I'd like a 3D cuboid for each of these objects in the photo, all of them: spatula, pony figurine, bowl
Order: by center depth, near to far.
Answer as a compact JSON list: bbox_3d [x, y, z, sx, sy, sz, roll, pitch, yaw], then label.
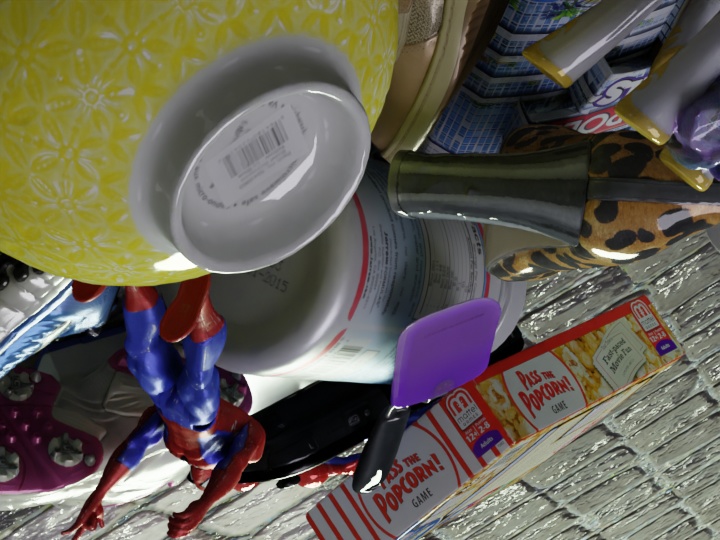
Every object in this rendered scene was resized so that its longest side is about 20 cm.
[{"bbox_3d":[-0.056,-0.062,0.711,0.199,0.108,0.201,-25,141,-22],"label":"bowl"},{"bbox_3d":[0.164,-0.125,0.724,0.166,0.193,0.200,38,95,-21],"label":"pony figurine"},{"bbox_3d":[0.024,0.067,0.982,0.056,0.021,0.200,-20,160,-22],"label":"spatula"}]

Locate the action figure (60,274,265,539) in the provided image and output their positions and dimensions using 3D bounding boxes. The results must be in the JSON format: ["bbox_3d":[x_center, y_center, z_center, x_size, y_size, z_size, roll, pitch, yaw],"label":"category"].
[{"bbox_3d":[-0.091,0.073,0.879,0.099,0.065,0.200,-59,162,-19],"label":"action figure"}]

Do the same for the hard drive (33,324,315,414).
[{"bbox_3d":[-0.090,0.057,1.101,0.199,0.025,0.132,-16,154,-30],"label":"hard drive"}]

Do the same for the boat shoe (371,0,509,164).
[{"bbox_3d":[0.028,-0.122,0.818,0.071,0.064,0.201,-58,173,-38],"label":"boat shoe"}]

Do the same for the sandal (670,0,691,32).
[{"bbox_3d":[0.172,-0.144,0.845,0.050,0.082,0.204,42,66,-33],"label":"sandal"}]

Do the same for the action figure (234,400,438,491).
[{"bbox_3d":[0.008,0.086,1.230,0.199,0.066,0.052,-23,162,-19],"label":"action figure"}]

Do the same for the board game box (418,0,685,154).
[{"bbox_3d":[0.127,-0.103,0.978,0.199,0.062,0.200,-19,155,-24],"label":"board game box"}]

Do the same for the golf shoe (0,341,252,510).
[{"bbox_3d":[-0.147,0.090,0.979,0.199,0.076,0.092,-8,144,-35],"label":"golf shoe"}]

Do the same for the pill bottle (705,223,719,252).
[{"bbox_3d":[0.255,-0.089,1.019,0.112,0.112,0.201,-5,126,-46],"label":"pill bottle"}]

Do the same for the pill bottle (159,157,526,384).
[{"bbox_3d":[0.000,0.000,0.979,0.109,0.109,0.200,-39,157,22],"label":"pill bottle"}]

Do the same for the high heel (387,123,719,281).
[{"bbox_3d":[0.117,-0.027,0.870,0.142,0.072,0.200,4,-178,28],"label":"high heel"}]

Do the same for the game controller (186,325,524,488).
[{"bbox_3d":[-0.002,0.070,1.094,0.199,0.042,0.104,-25,-179,-40],"label":"game controller"}]

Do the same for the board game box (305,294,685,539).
[{"bbox_3d":[0.081,0.093,1.162,0.151,0.046,0.199,-43,166,35],"label":"board game box"}]

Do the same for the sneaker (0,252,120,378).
[{"bbox_3d":[-0.151,0.017,0.874,0.200,0.079,0.089,-39,154,22],"label":"sneaker"}]
